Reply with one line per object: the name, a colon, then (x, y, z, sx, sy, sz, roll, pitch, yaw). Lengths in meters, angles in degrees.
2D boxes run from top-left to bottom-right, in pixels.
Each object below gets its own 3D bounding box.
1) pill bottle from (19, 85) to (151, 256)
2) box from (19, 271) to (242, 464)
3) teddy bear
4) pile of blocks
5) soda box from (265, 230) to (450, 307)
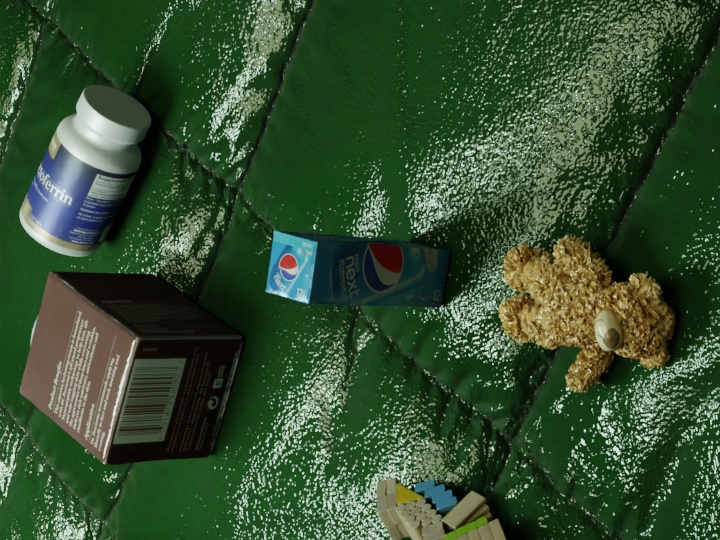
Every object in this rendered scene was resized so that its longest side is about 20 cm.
pill bottle: (-0.348, -0.128, 2.075, 0.116, 0.115, 0.201, 48, 120, 34)
box: (-0.278, 0.114, 1.961, 0.200, 0.164, 0.167, 32, 111, 41)
teddy bear: (0.204, 0.039, 1.550, 0.200, 0.066, 0.146, 38, 117, 40)
pile of blocks: (0.093, 0.270, 1.671, 0.200, 0.082, 0.062, 29, 152, 51)
soda box: (0.000, 0.000, 1.660, 0.068, 0.199, 0.065, 14, 98, 44)
